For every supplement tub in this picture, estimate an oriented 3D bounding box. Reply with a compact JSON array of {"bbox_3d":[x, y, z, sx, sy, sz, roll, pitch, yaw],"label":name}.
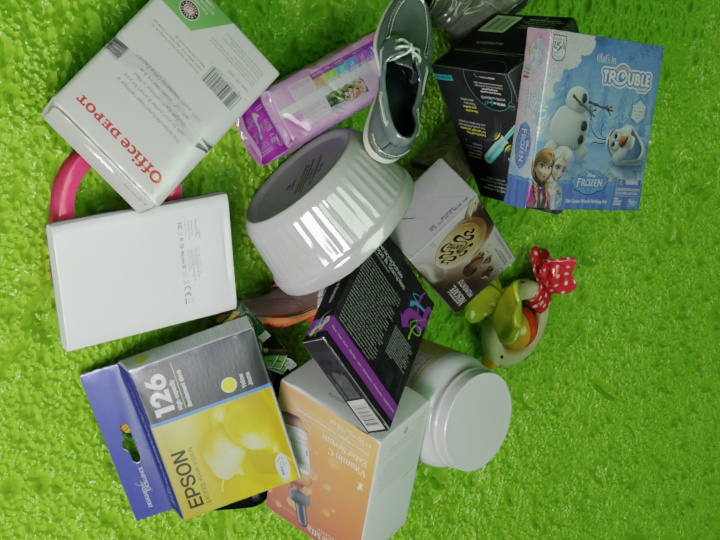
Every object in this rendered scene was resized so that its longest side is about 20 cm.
[{"bbox_3d":[0.078,0.163,1.359,0.144,0.199,0.148,-13,110,-40],"label":"supplement tub"}]

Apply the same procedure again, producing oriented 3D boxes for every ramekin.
[{"bbox_3d":[-0.043,-0.075,1.216,0.203,0.202,0.094,-49,113,-17],"label":"ramekin"}]

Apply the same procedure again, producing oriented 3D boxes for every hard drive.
[{"bbox_3d":[-0.230,-0.002,1.146,0.198,0.025,0.134,-14,110,-32],"label":"hard drive"}]

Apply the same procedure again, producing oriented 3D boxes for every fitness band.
[{"bbox_3d":[-0.263,-0.042,1.150,0.142,0.037,0.204,-4,104,-35],"label":"fitness band"}]

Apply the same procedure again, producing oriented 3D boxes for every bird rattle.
[{"bbox_3d":[0.226,0.055,1.545,0.199,0.112,0.165,-24,128,-45],"label":"bird rattle"}]

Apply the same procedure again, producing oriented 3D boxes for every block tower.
[{"bbox_3d":[0.130,-0.160,1.413,0.200,0.054,0.058,-45,126,-21],"label":"block tower"}]

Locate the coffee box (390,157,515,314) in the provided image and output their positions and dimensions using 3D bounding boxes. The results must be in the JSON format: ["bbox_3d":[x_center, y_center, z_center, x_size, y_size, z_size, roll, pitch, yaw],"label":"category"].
[{"bbox_3d":[0.111,-0.039,1.352,0.113,0.080,0.200,-42,150,1],"label":"coffee box"}]

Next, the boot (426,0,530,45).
[{"bbox_3d":[0.159,-0.379,1.369,0.130,0.067,0.202,39,78,-37],"label":"boot"}]

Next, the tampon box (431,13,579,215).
[{"bbox_3d":[0.206,-0.196,1.331,0.126,0.149,0.202,-39,123,-21],"label":"tampon box"}]

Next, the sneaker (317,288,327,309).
[{"bbox_3d":[0.000,0.000,1.300,0.099,0.077,0.203,34,49,-38],"label":"sneaker"}]

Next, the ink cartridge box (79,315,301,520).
[{"bbox_3d":[-0.186,0.176,1.197,0.197,0.047,0.200,-20,112,-9],"label":"ink cartridge box"}]

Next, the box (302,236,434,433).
[{"bbox_3d":[0.014,0.058,1.198,0.144,0.036,0.201,56,39,-28],"label":"box"}]

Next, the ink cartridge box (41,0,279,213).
[{"bbox_3d":[-0.204,-0.180,1.093,0.146,0.084,0.201,46,69,-16],"label":"ink cartridge box"}]

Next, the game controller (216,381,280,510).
[{"bbox_3d":[-0.148,0.192,1.298,0.103,0.042,0.204,0,102,-38],"label":"game controller"}]

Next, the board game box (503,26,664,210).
[{"bbox_3d":[0.265,-0.173,1.258,0.198,0.043,0.203,-2,103,-36],"label":"board game box"}]

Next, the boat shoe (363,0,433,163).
[{"bbox_3d":[0.051,-0.218,1.166,0.072,0.062,0.203,17,73,-19],"label":"boat shoe"}]

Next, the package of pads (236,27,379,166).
[{"bbox_3d":[-0.039,-0.202,1.222,0.199,0.120,0.076,-34,97,-26],"label":"package of pads"}]

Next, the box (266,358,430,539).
[{"bbox_3d":[-0.018,0.222,1.283,0.106,0.151,0.203,-30,138,-47],"label":"box"}]

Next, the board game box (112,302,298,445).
[{"bbox_3d":[-0.177,0.137,1.230,0.199,0.023,0.105,-41,121,2],"label":"board game box"}]

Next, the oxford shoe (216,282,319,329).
[{"bbox_3d":[-0.091,0.031,1.294,0.198,0.071,0.074,-7,87,-41],"label":"oxford shoe"}]
